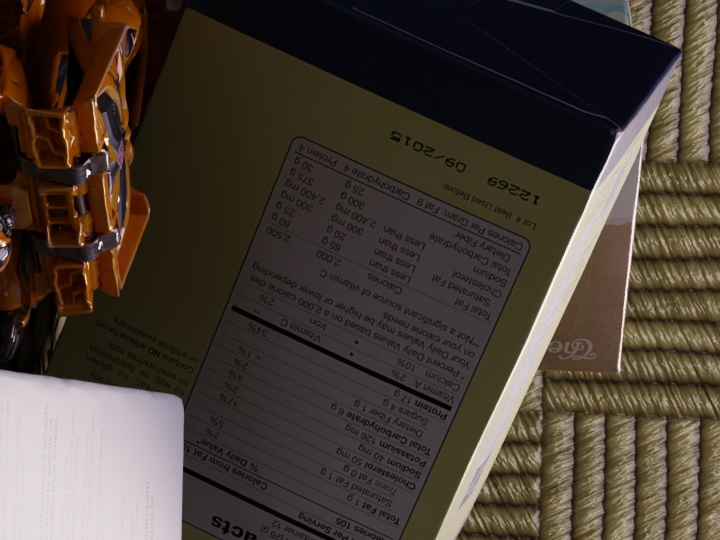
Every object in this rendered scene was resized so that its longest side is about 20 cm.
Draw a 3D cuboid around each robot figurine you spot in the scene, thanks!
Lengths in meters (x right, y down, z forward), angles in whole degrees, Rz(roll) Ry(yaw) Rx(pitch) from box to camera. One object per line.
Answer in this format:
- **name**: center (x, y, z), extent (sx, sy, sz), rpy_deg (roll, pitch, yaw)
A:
- **robot figurine**: center (-0.085, -0.075, 0.594), extent (0.145, 0.058, 0.200), rpy_deg (89, 2, -49)

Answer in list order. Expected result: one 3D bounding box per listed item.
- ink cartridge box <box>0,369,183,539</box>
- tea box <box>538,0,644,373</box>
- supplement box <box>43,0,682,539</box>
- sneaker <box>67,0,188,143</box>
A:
- **ink cartridge box**: center (-0.092, 0.121, 0.506), extent (0.200, 0.043, 0.197), rpy_deg (21, 69, -72)
- **tea box**: center (0.020, -0.061, 0.996), extent (0.197, 0.200, 0.134), rpy_deg (-88, 180, -57)
- **supplement box**: center (0.000, 0.000, 0.739), extent (0.200, 0.134, 0.200), rpy_deg (-67, 172, 17)
- **sneaker**: center (-0.073, -0.102, 0.860), extent (0.116, 0.078, 0.200), rpy_deg (85, 8, -72)
